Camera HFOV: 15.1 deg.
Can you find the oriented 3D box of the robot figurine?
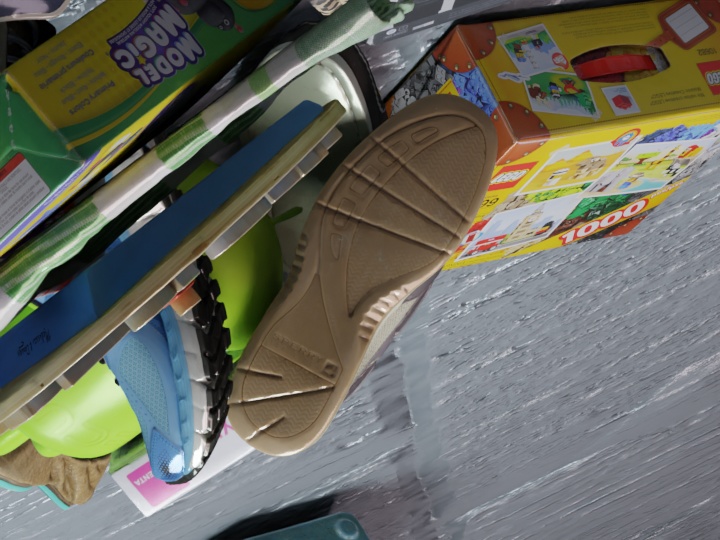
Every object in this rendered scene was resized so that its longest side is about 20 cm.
[{"bbox_3d":[-0.122,0.018,1.389,0.200,0.116,0.175,-37,154,29],"label":"robot figurine"}]

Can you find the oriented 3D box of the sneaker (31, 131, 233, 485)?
[{"bbox_3d":[-0.119,0.007,1.282,0.090,0.200,0.078,-16,-174,8],"label":"sneaker"}]

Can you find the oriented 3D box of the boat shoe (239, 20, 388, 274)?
[{"bbox_3d":[-0.018,-0.068,1.391,0.201,0.072,0.061,90,21,-57],"label":"boat shoe"}]

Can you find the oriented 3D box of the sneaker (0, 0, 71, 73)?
[{"bbox_3d":[-0.175,-0.082,0.995,0.090,0.067,0.200,31,143,-20],"label":"sneaker"}]

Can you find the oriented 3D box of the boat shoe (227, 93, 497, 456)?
[{"bbox_3d":[0.000,0.000,1.349,0.200,0.072,0.065,-60,180,5],"label":"boat shoe"}]

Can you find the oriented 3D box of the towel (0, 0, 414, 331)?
[{"bbox_3d":[-0.067,-0.045,1.056,0.200,0.023,0.153,-36,-176,10],"label":"towel"}]

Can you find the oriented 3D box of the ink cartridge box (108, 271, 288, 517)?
[{"bbox_3d":[-0.075,0.050,1.490,0.119,0.042,0.200,-32,-159,11],"label":"ink cartridge box"}]

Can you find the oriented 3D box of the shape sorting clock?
[{"bbox_3d":[-0.081,0.000,1.107,0.200,0.039,0.200,-37,-176,3],"label":"shape sorting clock"}]

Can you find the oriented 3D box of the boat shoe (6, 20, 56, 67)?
[{"bbox_3d":[-0.159,-0.097,1.095,0.200,0.072,0.072,-28,161,3],"label":"boat shoe"}]

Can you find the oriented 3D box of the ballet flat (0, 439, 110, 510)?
[{"bbox_3d":[-0.188,0.095,1.610,0.072,0.068,0.200,-48,161,-1],"label":"ballet flat"}]

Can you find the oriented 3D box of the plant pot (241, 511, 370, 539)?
[{"bbox_3d":[-0.060,0.301,2.142,0.196,0.196,0.200,-12,149,-37],"label":"plant pot"}]

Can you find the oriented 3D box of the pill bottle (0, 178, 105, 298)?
[{"bbox_3d":[-0.215,-0.022,1.159,0.200,0.113,0.112,-19,160,-24],"label":"pill bottle"}]

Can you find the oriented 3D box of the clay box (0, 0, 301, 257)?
[{"bbox_3d":[-0.095,-0.069,1.035,0.115,0.048,0.200,-39,-178,40],"label":"clay box"}]

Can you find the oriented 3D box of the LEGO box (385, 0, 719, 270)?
[{"bbox_3d":[0.104,-0.075,1.510,0.200,0.077,0.149,-11,157,-39],"label":"LEGO box"}]

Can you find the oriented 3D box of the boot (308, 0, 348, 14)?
[{"bbox_3d":[0.024,-0.180,1.132,0.150,0.073,0.200,-28,167,4],"label":"boot"}]

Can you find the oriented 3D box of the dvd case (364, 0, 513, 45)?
[{"bbox_3d":[0.079,-0.163,1.092,0.150,0.025,0.200,-18,161,-14],"label":"dvd case"}]
